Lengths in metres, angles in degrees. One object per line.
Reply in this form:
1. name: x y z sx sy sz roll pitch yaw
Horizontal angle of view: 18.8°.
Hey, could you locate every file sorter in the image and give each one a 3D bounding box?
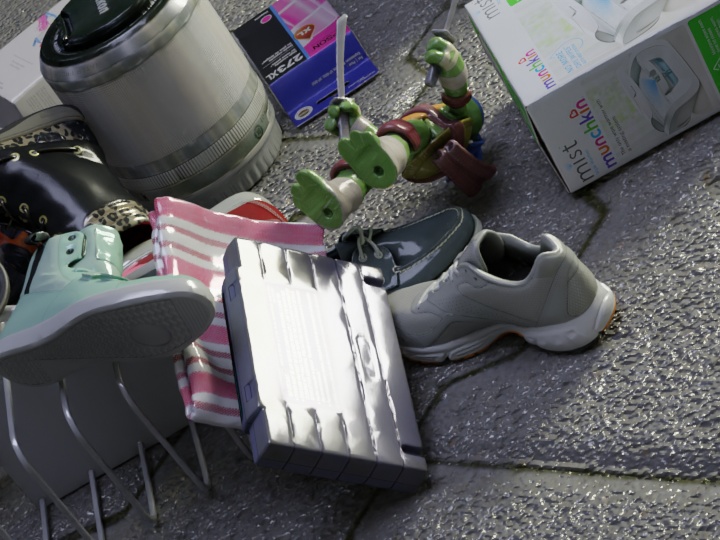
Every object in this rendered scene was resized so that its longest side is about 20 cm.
1. file sorter: -0.192 0.118 1.639 0.199 0.139 0.125 -30 34 6

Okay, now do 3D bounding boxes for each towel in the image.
1. towel: -0.075 0.036 1.592 0.030 0.146 0.201 -52 40 40

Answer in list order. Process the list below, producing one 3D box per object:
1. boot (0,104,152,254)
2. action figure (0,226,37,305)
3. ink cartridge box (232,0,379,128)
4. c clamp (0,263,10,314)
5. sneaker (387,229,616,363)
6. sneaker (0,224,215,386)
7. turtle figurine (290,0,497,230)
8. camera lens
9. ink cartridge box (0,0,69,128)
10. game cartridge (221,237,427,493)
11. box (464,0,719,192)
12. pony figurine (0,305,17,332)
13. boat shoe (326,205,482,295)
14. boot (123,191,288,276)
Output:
1. boot: -0.285 -0.043 1.831 0.203 0.074 0.154 -30 61 -22
2. action figure: -0.321 -0.013 1.969 0.193 0.105 0.200 -45 0 -8
3. ink cartridge box: -0.054 -0.208 2.063 0.094 0.037 0.200 -34 33 0
4. c clamp: -0.365 0.031 1.688 0.170 0.027 0.201 16 57 10
5. sneaker: 0.085 0.009 1.575 0.199 0.092 0.076 -8 40 37
6. sneaker: -0.179 0.005 1.560 0.200 0.074 0.119 -15 49 35
7. turtle figurine: 0.015 -0.131 1.703 0.143 0.201 0.194 2 27 30
8. camera lens: -0.180 -0.164 1.955 0.159 0.200 0.160 -24 32 16
9. ink cartridge box: -0.257 -0.192 2.136 0.200 0.129 0.125 -41 32 -14
10. game cartridge: -0.030 0.066 1.544 0.201 0.129 0.038 -102 29 -44
11. box: 0.198 -0.178 1.730 0.176 0.097 0.200 -28 32 5
12. pony figurine: -0.298 0.086 1.762 0.199 0.194 0.167 -9 37 3
13. boat shoe: 0.000 0.000 1.695 0.199 0.062 0.073 -30 30 6
14. boot: -0.131 0.021 1.783 0.200 0.073 0.144 -35 32 -9
